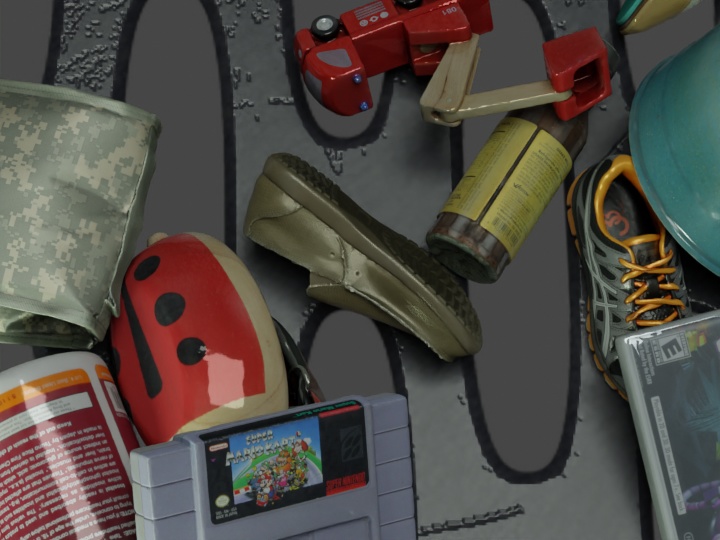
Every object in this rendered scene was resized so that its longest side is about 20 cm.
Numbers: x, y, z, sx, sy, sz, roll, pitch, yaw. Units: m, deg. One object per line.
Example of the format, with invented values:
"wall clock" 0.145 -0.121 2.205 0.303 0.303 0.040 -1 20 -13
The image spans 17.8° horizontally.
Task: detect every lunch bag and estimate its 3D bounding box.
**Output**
"lunch bag" -0.240 -0.039 1.560 0.199 0.118 0.165 10 70 13

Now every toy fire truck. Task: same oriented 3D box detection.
"toy fire truck" 0.064 -0.147 1.638 0.199 0.049 0.141 -21 50 -5

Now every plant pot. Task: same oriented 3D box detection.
"plant pot" 0.318 -0.112 1.581 0.199 0.188 0.201 14 57 -23

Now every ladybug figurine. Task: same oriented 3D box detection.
"ladybug figurine" -0.116 0.061 1.537 0.072 0.136 0.201 4 52 -42

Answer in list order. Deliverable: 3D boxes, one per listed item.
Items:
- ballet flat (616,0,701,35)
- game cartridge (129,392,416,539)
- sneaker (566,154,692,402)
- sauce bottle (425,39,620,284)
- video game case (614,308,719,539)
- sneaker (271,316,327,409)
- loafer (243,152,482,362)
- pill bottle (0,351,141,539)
"ballet flat" 0.262 -0.246 1.723 0.063 0.069 0.200 34 72 -9
"game cartridge" -0.051 0.155 1.476 0.199 0.038 0.130 -11 107 -33
"sneaker" 0.196 0.010 1.621 0.078 0.077 0.201 -15 75 -12
"sauce bottle" 0.123 -0.084 1.652 0.065 0.065 0.200 34 71 6
"video game case" 0.285 0.121 1.589 0.181 0.023 0.201 -14 91 -11
"sneaker" -0.046 0.121 1.554 0.077 0.082 0.201 -23 75 -13
"loafer" 0.000 0.000 1.610 0.200 0.076 0.067 41 106 1
"pill bottle" -0.186 0.164 1.508 0.113 0.113 0.201 -20 74 -12
